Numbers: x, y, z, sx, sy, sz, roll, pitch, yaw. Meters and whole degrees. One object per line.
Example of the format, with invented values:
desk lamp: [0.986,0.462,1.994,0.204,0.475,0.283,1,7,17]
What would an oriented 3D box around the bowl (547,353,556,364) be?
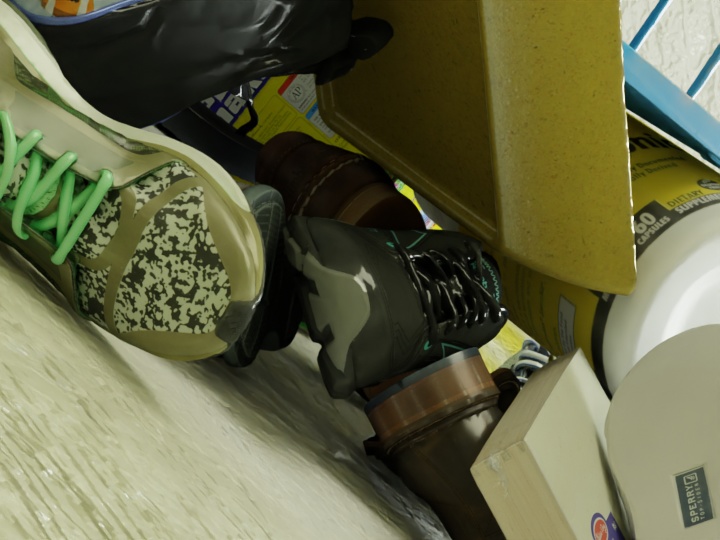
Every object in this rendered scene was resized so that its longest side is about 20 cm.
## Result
bowl: [0.150,0.128,1.349,0.200,0.095,0.201,30,9,-5]

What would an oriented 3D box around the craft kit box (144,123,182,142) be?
craft kit box: [-0.146,-0.080,1.333,0.197,0.049,0.200,44,5,6]

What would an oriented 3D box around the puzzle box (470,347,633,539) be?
puzzle box: [0.096,0.109,1.164,0.134,0.025,0.200,63,13,-2]

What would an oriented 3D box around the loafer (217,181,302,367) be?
loafer: [-0.062,0.001,1.203,0.062,0.072,0.200,12,-4,7]

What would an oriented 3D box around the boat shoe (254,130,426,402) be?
boat shoe: [0.000,0.000,1.378,0.070,0.070,0.200,35,-19,27]

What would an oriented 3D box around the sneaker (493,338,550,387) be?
sneaker: [0.081,0.070,1.464,0.077,0.085,0.200,40,6,1]

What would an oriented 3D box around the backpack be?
backpack: [-0.111,-0.155,1.195,0.199,0.155,0.190,-18,43,-31]

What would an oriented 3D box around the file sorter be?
file sorter: [0.108,-0.154,1.309,0.139,0.123,0.200,34,2,-45]

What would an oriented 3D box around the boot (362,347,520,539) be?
boot: [0.051,0.096,1.255,0.097,0.074,0.200,63,5,10]

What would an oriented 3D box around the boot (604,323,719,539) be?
boot: [0.144,0.110,1.165,0.200,0.072,0.091,-81,149,-56]

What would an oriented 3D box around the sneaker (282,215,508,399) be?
sneaker: [0.016,0.006,1.200,0.200,0.079,0.076,-2,76,-85]

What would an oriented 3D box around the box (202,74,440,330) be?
box: [0.014,-0.071,1.540,0.122,0.200,0.193,41,4,22]

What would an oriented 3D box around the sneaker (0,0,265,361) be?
sneaker: [-0.121,-0.034,1.040,0.200,0.077,0.088,37,16,24]

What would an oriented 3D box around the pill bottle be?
pill bottle: [0.108,-0.015,1.346,0.111,0.112,0.200,36,2,-41]

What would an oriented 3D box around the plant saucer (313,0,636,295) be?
plant saucer: [0.032,-0.101,1.239,0.200,0.048,0.201,38,-34,44]

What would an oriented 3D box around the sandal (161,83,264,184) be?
sandal: [-0.103,-0.107,1.398,0.200,0.043,0.076,39,5,-11]
